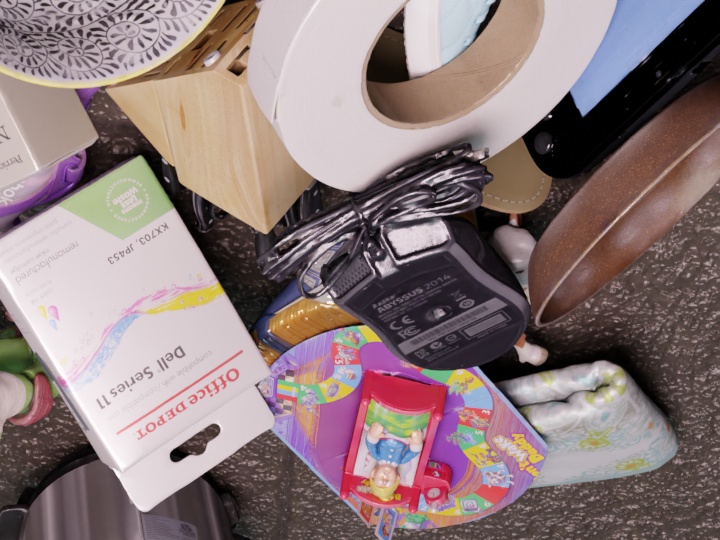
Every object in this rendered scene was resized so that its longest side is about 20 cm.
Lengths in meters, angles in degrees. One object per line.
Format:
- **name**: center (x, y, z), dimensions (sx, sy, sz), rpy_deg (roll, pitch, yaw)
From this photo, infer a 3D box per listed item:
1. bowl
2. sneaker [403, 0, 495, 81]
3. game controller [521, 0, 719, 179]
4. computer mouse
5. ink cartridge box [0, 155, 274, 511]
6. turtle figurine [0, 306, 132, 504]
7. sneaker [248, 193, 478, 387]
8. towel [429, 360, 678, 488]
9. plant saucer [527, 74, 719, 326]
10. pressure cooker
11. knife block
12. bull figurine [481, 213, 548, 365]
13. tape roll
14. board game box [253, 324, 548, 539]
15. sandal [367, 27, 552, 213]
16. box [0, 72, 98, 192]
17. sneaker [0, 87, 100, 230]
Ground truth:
- **bowl**: center (-0.161, -0.201, 0.795), dimensions (0.201, 0.201, 0.094), rpy_deg (47, 167, -34)
- **sneaker**: center (0.067, -0.172, 0.833), dimensions (0.082, 0.074, 0.201), rpy_deg (7, 133, 3)
- **game controller**: center (0.149, -0.140, 0.846), dimensions (0.042, 0.105, 0.200), rpy_deg (-6, 150, -44)
- **computer mouse**: center (0.036, -0.006, 0.895), dimensions (0.138, 0.053, 0.200), rpy_deg (-25, 146, 13)
- **ink cartridge box**: center (-0.137, 0.044, 0.966), dimensions (0.200, 0.117, 0.067), rpy_deg (59, 163, -10)
- **turtle figurine**: center (-0.221, 0.095, 1.058), dimensions (0.200, 0.144, 0.194), rpy_deg (-42, 163, 29)
- **sneaker**: center (0.000, 0.000, 1.012), dimensions (0.075, 0.088, 0.200), rpy_deg (33, 124, -32)
- **towel**: center (0.115, 0.122, 1.112), dimensions (0.199, 0.048, 0.171), rpy_deg (-15, 158, 19)
- **plant saucer**: center (0.166, -0.047, 0.906), dimensions (0.035, 0.200, 0.200), rpy_deg (48, 133, 12)
- **pressure cooker**: center (-0.177, 0.232, 1.199), dimensions (0.178, 0.200, 0.176), rpy_deg (-31, 121, 3)
- **knife block**: center (-0.055, -0.068, 0.907), dimensions (0.176, 0.064, 0.200), rpy_deg (48, 156, -24)
- **bull figurine**: center (0.068, 0.028, 1.050), dimensions (0.199, 0.065, 0.121), rpy_deg (-23, 136, 33)
- **tape roll**: center (0.039, -0.123, 0.796), dimensions (0.202, 0.037, 0.203), rpy_deg (-21, 145, -16)
- **board game box**: center (0.026, 0.120, 1.024), dimensions (0.158, 0.039, 0.200), rpy_deg (-25, 124, 28)
- **sandal**: center (0.017, -0.101, 0.939), dimensions (0.211, 0.078, 0.070), rpy_deg (30, 162, -15)
- **box**: center (-0.232, -0.138, 0.848), dimensions (0.082, 0.068, 0.201), rpy_deg (-23, 100, 26)
- **sneaker**: center (-0.200, -0.089, 0.957), dimensions (0.088, 0.081, 0.200), rpy_deg (24, 130, -38)
